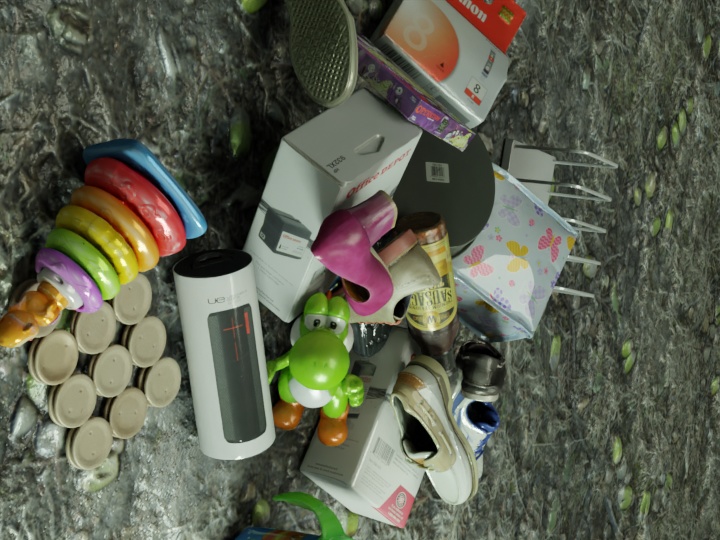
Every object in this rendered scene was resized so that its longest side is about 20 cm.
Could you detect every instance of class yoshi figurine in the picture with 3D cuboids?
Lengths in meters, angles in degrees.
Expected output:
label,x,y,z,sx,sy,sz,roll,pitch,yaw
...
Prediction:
label,x,y,z,sx,sy,sz,roll,pitch,yaw
yoshi figurine,-0.049,0.113,1.339,0.112,0.112,0.201,-20,144,-24

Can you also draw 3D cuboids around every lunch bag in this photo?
label,x,y,z,sx,sy,sz,roll,pitch,yaw
lunch bag,0.152,-0.031,1.633,0.200,0.127,0.171,37,66,-25

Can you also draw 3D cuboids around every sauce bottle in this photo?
label,x,y,z,sx,sy,sz,roll,pitch,yaw
sauce bottle,0.081,0.035,1.464,0.066,0.066,0.202,-37,123,-45

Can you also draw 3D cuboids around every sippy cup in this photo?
label,x,y,z,sx,sy,sz,roll,pitch,yaw
sippy cup,-0.079,0.338,1.380,0.140,0.129,0.179,51,56,-46

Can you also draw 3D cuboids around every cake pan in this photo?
label,x,y,z,sx,sy,sz,roll,pitch,yaw
cake pan,0.082,-0.108,1.515,0.199,0.037,0.202,7,77,-32

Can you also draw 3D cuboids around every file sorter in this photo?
label,x,y,z,sx,sy,sz,roll,pitch,yaw
file sorter,0.269,-0.067,1.796,0.138,0.124,0.202,11,89,-55

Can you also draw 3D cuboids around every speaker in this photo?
label,x,y,z,sx,sy,sz,roll,pitch,yaw
speaker,-0.135,0.082,1.284,0.081,0.081,0.202,-30,122,-48

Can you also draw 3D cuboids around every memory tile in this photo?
label,x,y,z,sx,sy,sz,roll,pitch,yaw
memory tile,-0.240,0.071,1.184,0.153,0.017,0.201,-44,132,-41

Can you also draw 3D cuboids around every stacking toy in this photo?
label,x,y,z,sx,sy,sz,roll,pitch,yaw
stacking toy,-0.234,-0.008,1.090,0.200,0.116,0.110,-52,121,-26

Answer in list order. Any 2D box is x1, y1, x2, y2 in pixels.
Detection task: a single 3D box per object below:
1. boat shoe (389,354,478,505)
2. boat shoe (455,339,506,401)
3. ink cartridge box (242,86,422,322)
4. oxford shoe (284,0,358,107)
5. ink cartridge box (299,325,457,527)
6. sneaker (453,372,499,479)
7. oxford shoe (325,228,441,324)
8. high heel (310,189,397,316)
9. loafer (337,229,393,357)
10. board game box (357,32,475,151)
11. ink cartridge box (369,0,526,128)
label,x,y,z,sx,sy,sz,roll,pitch,yaw
boat shoe,0.078,0.198,1.487,0.068,0.074,0.201,-40,122,-36
boat shoe,0.155,0.114,1.617,0.200,0.066,0.058,-67,167,-80
ink cartridge box,-0.036,-0.067,1.308,0.145,0.084,0.201,-38,161,-44
oxford shoe,-0.039,-0.249,1.293,0.058,0.075,0.201,36,33,-59
ink cartridge box,0.026,0.182,1.536,0.146,0.084,0.201,48,60,-49
sneaker,0.145,0.218,1.714,0.075,0.088,0.201,-51,137,-38
oxford shoe,0.007,0.038,1.388,0.075,0.200,0.070,50,42,0
high heel,-0.015,0.005,1.252,0.096,0.067,0.200,-35,163,-23
loafer,0.000,0.000,1.467,0.068,0.070,0.202,-24,119,-46
board game box,0.026,-0.206,1.355,0.120,0.200,0.032,14,117,-54
ink cartridge box,0.117,-0.291,1.524,0.162,0.050,0.201,38,66,-18
